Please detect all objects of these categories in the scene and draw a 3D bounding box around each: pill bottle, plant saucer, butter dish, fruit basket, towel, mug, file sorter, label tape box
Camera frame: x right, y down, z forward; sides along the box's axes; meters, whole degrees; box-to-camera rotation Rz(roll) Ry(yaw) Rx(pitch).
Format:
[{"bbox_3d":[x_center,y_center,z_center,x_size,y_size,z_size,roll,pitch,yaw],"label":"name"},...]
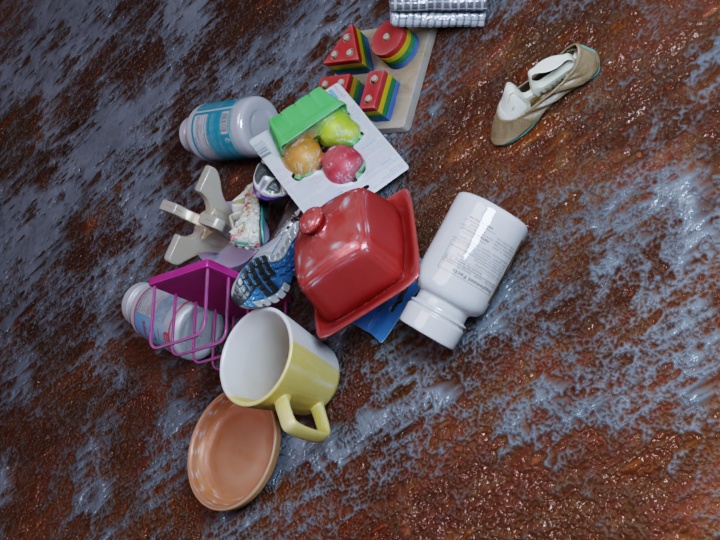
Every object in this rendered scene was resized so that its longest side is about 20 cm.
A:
[{"bbox_3d":[-0.252,-0.263,1.871,0.199,0.110,0.112,1,70,41],"label":"pill bottle"},{"bbox_3d":[-0.199,0.289,1.608,0.199,0.037,0.202,-19,58,33],"label":"plant saucer"},{"bbox_3d":[-0.029,-0.038,1.435,0.199,0.147,0.201,-33,39,27],"label":"butter dish"},{"bbox_3d":[-0.342,0.084,1.783,0.199,0.108,0.110,17,81,45],"label":"pill bottle"},{"bbox_3d":[-0.052,-0.185,1.611,0.185,0.094,0.201,-36,78,-11],"label":"fruit basket"},{"bbox_3d":[0.124,-0.495,1.627,0.164,0.086,0.202,-2,63,2],"label":"towel"},{"bbox_3d":[-0.112,0.168,1.509,0.148,0.153,0.189,-10,64,37],"label":"mug"},{"bbox_3d":[0.141,0.003,1.395,0.114,0.114,0.201,29,89,45],"label":"pill bottle"},{"bbox_3d":[-0.229,0.084,1.622,0.138,0.199,0.127,-16,63,35],"label":"file sorter"},{"bbox_3d":[0.000,0.000,1.555,0.144,0.066,0.200,-56,44,4],"label":"label tape box"}]

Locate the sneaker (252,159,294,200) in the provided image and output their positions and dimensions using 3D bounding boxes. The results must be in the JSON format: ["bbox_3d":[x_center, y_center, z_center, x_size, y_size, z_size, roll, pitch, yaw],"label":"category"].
[{"bbox_3d":[-0.135,-0.148,1.695,0.080,0.200,0.084,35,113,2],"label":"sneaker"}]

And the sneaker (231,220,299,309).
[{"bbox_3d":[-0.145,0.003,1.537,0.086,0.075,0.200,-22,16,40],"label":"sneaker"}]

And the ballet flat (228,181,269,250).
[{"bbox_3d":[-0.192,-0.100,1.700,0.063,0.076,0.201,-5,29,1],"label":"ballet flat"}]

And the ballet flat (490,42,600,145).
[{"bbox_3d":[0.256,-0.263,1.453,0.199,0.072,0.068,-35,50,24],"label":"ballet flat"}]

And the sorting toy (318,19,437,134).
[{"bbox_3d":[0.013,-0.339,1.704,0.199,0.069,0.201,3,72,42],"label":"sorting toy"}]

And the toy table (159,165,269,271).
[{"bbox_3d":[-0.268,-0.082,1.794,0.199,0.117,0.186,2,71,43],"label":"toy table"}]

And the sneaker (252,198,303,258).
[{"bbox_3d":[-0.115,-0.050,1.652,0.201,0.077,0.082,-56,7,16],"label":"sneaker"}]
